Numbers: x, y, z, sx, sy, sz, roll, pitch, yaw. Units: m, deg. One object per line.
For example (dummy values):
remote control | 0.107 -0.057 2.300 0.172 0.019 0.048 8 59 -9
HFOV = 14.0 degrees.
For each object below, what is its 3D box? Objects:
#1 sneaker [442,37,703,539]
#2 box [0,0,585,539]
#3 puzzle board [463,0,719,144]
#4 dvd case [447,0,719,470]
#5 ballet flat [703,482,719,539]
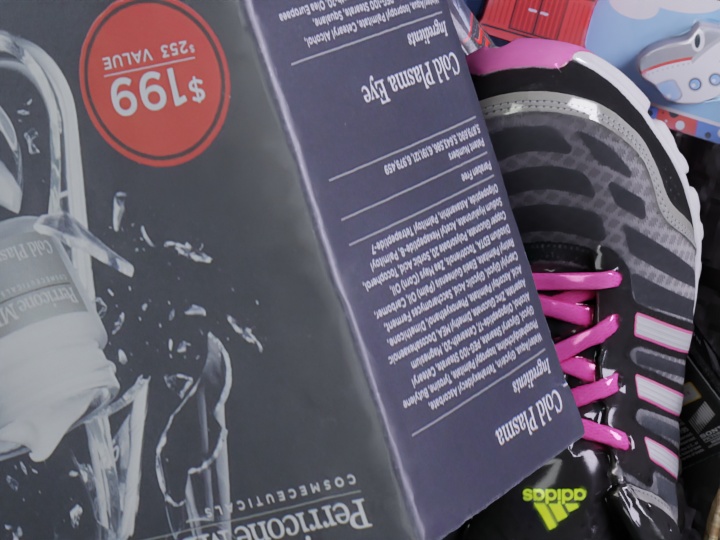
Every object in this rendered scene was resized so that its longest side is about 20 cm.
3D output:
sneaker | 0.054 0.037 0.779 0.073 0.088 0.201 0 123 10
box | -0.072 -0.010 0.733 0.199 0.104 0.183 -16 96 29
puzzle board | 0.064 -0.122 0.793 0.199 0.017 0.152 16 107 -1
dvd case | 0.000 0.000 0.831 0.146 0.022 0.200 -28 115 25
ballet flat | 0.131 0.046 0.796 0.070 0.065 0.201 7 106 -1
